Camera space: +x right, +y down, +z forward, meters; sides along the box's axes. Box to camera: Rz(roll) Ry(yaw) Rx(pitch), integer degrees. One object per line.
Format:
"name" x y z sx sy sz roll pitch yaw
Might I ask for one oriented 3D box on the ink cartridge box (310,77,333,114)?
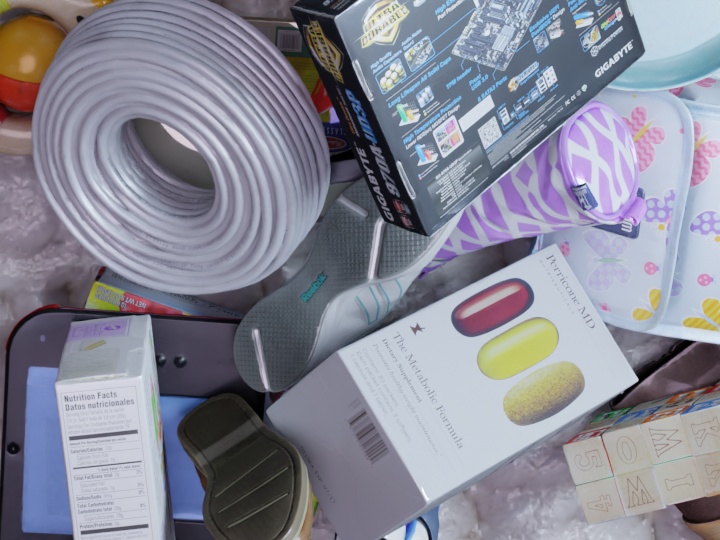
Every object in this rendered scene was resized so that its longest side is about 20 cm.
"ink cartridge box" -0.003 -0.185 1.342 0.045 0.200 0.177 28 86 -8

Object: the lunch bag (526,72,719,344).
"lunch bag" 0.221 -0.044 1.431 0.199 0.127 0.170 10 108 0

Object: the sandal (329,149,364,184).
"sandal" 0.048 -0.108 1.430 0.200 0.076 0.043 -27 101 -19

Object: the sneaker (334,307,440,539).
"sneaker" 0.031 0.137 1.458 0.080 0.146 0.201 14 102 -4

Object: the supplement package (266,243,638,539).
"supplement package" 0.061 0.081 1.393 0.200 0.110 0.114 -26 81 -36

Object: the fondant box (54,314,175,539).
"fondant box" -0.154 0.144 1.379 0.058 0.144 0.201 -4 104 -3

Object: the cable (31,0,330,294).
"cable" -0.118 -0.078 1.364 0.199 0.069 0.201 3 126 29

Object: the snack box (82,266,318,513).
"snack box" -0.112 0.098 1.497 0.199 0.053 0.143 19 103 -4

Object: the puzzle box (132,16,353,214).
"puzzle box" -0.079 -0.107 1.466 0.199 0.025 0.134 3 102 -2

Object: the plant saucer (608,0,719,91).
"plant saucer" 0.179 -0.215 1.359 0.199 0.027 0.201 0 97 0

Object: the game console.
"game console" -0.156 0.124 1.460 0.176 0.031 0.201 5 104 -1

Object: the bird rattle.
"bird rattle" -0.244 -0.134 1.418 0.162 0.113 0.201 8 104 -5

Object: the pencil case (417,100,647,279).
"pencil case" 0.094 -0.052 1.404 0.200 0.084 0.086 -12 124 46

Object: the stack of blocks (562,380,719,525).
"stack of blocks" 0.248 0.106 1.416 0.199 0.115 0.059 -17 92 26

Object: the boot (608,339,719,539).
"boot" 0.295 0.102 1.491 0.200 0.072 0.167 -34 103 10

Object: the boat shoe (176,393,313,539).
"boat shoe" -0.061 0.146 1.361 0.072 0.200 0.068 -29 115 0

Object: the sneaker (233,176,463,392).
"sneaker" 0.000 0.000 1.405 0.200 0.080 0.071 -45 70 22

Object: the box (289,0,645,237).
"box" 0.069 -0.141 1.261 0.200 0.046 0.159 -41 127 -21
